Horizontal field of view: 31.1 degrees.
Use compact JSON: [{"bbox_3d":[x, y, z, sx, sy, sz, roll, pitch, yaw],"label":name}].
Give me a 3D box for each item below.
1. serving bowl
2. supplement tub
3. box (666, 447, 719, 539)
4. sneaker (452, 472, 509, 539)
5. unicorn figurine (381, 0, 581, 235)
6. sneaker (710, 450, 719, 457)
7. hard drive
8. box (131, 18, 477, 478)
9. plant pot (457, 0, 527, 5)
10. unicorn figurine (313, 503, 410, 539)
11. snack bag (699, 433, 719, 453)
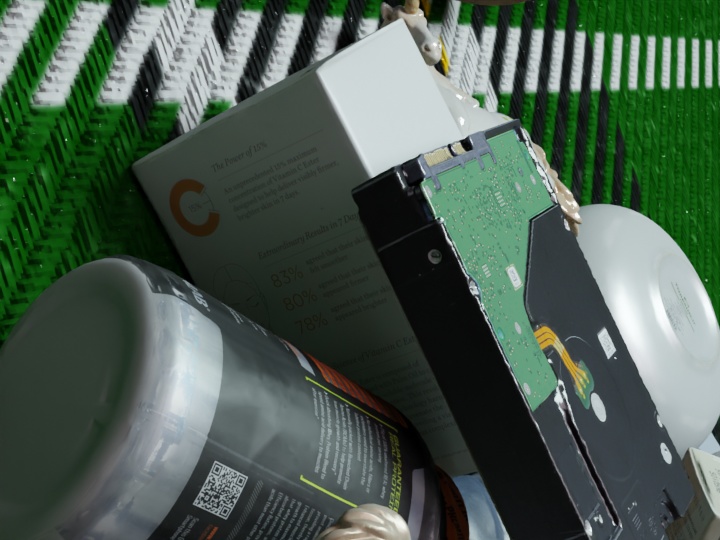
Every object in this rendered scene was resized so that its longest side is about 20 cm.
[{"bbox_3d":[0.208,0.039,0.931,0.199,0.065,0.202,29,48,-39],"label":"serving bowl"},{"bbox_3d":[-0.050,0.088,0.530,0.199,0.122,0.124,35,47,-39],"label":"supplement tub"},{"bbox_3d":[0.181,0.210,0.699,0.094,0.202,0.078,22,19,-3],"label":"box"},{"bbox_3d":[0.102,0.198,0.694,0.145,0.077,0.204,-12,82,-38],"label":"sneaker"},{"bbox_3d":[0.067,-0.086,0.824,0.200,0.073,0.138,36,32,-57],"label":"unicorn figurine"},{"bbox_3d":[0.208,0.181,0.797,0.074,0.201,0.118,50,18,29],"label":"sneaker"},{"bbox_3d":[0.077,0.038,0.567,0.202,0.038,0.140,65,28,-2],"label":"hard drive"},{"bbox_3d":[0.000,0.000,0.643,0.201,0.124,0.097,62,35,-10],"label":"box"},{"bbox_3d":[0.091,-0.285,0.883,0.199,0.199,0.176,24,71,-45],"label":"plant pot"},{"bbox_3d":[0.027,0.162,0.484,0.138,0.073,0.201,-51,140,-29],"label":"unicorn figurine"},{"bbox_3d":[0.211,0.130,0.954,0.201,0.021,0.189,58,35,-11],"label":"snack bag"}]
